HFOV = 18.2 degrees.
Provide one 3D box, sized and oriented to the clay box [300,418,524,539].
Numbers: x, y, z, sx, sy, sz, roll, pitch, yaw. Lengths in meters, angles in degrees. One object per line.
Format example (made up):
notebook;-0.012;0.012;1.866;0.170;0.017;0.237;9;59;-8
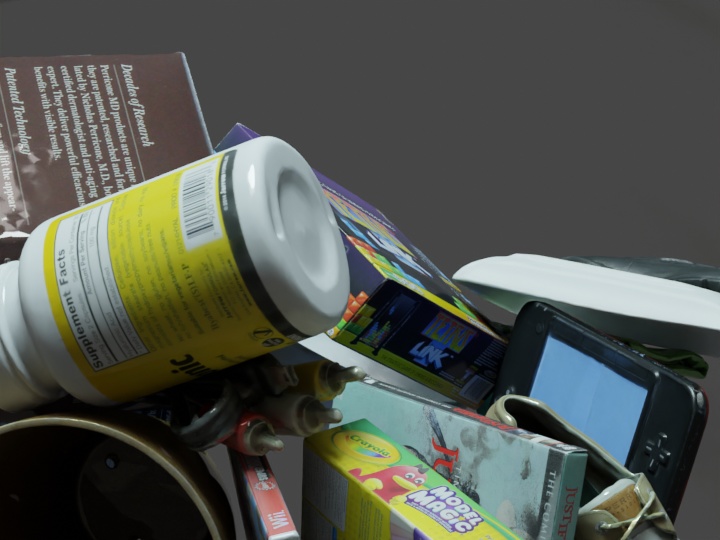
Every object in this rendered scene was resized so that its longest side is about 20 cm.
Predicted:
clay box;0.039;0.174;1.190;0.048;0.115;0.200;-16;32;-32

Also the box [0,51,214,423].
box;-0.198;-0.019;1.384;0.200;0.166;0.164;-4;47;-18

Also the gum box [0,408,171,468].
gum box;-0.207;0.045;1.469;0.200;0.045;0.170;11;47;-6

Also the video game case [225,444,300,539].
video game case;-0.045;0.169;1.238;0.017;0.143;0.200;-13;19;-8

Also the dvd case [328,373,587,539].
dvd case;0.042;0.148;1.266;0.022;0.146;0.200;4;8;-40

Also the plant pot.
plant pot;-0.148;0.156;1.309;0.186;0.187;0.200;-6;8;8

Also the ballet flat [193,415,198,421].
ballet flat;-0.109;0.085;1.611;0.073;0.073;0.200;-7;-7;5

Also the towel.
towel;0.128;0.047;1.587;0.200;0.031;0.149;7;-1;31

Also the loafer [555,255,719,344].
loafer;0.210;0.024;1.672;0.200;0.068;0.070;3;3;37

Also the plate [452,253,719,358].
plate;0.180;0.024;1.527;0.200;0.032;0.200;11;-4;18

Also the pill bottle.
pill bottle;-0.116;0.010;1.228;0.200;0.111;0.111;-19;15;20

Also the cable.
cable;-0.088;0.078;1.268;0.097;0.050;0.200;-36;17;-32

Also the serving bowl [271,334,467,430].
serving bowl;-0.025;0.070;1.552;0.200;0.066;0.200;26;10;-5

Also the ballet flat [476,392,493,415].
ballet flat;0.146;0.097;1.481;0.068;0.068;0.200;-6;19;-23

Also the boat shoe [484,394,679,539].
boat shoe;0.132;0.147;1.232;0.200;0.068;0.075;38;47;27

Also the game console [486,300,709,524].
game console;0.092;0.116;1.370;0.119;0.173;0.200;11;11;-31

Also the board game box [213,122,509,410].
board game box;0.000;0.000;1.468;0.165;0.057;0.200;47;10;31
